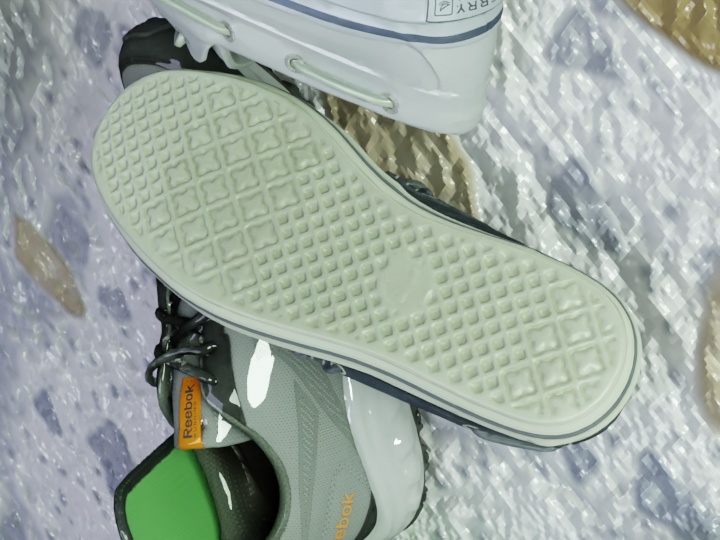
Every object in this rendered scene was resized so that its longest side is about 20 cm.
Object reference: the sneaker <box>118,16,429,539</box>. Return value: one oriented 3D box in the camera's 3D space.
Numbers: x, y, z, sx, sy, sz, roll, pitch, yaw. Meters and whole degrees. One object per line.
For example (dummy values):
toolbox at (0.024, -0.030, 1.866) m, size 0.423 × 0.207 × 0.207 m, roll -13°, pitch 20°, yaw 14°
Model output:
sneaker at (-0.040, 0.011, 0.846) m, size 0.074 × 0.079 × 0.202 m, roll -5°, pitch 108°, yaw 53°

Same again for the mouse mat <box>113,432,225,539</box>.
mouse mat at (-0.024, 0.148, 0.876) m, size 0.007 × 0.161 × 0.201 m, roll -23°, pitch 94°, yaw 14°

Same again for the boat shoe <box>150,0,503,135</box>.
boat shoe at (-0.042, -0.094, 0.782) m, size 0.199 × 0.073 × 0.067 m, roll 28°, pitch 131°, yaw 36°

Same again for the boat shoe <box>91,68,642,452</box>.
boat shoe at (0.000, 0.000, 0.781) m, size 0.199 × 0.075 × 0.062 m, roll 27°, pitch 171°, yaw 21°
